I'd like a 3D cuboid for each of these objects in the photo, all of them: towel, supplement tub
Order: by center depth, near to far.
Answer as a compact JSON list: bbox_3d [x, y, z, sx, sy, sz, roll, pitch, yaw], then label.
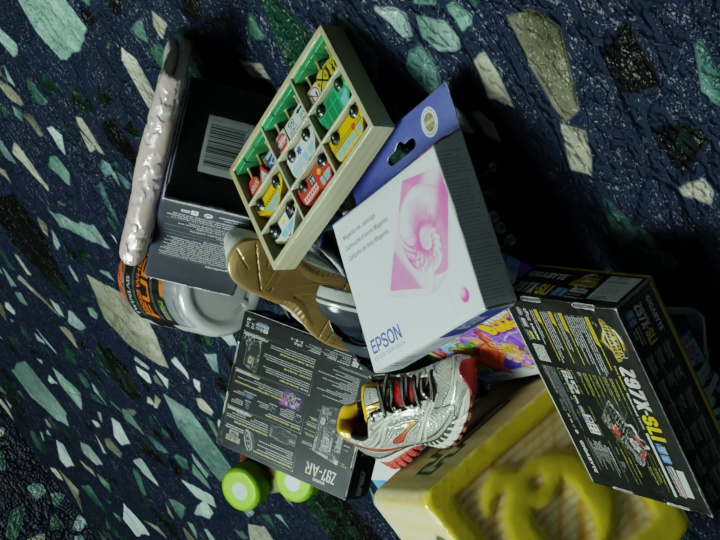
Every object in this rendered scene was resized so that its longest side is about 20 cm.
[{"bbox_3d":[-0.212,-0.129,1.672,0.191,0.032,0.202,-98,21,-69],"label":"towel"},{"bbox_3d":[-0.216,0.012,1.989,0.199,0.122,0.123,6,130,56],"label":"supplement tub"}]

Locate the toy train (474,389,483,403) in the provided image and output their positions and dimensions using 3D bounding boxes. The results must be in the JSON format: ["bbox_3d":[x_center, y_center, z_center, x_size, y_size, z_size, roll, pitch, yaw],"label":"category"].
[{"bbox_3d":[0.127,0.154,1.715,0.201,0.034,0.046,58,167,-16],"label":"toy train"}]

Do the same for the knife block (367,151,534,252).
[{"bbox_3d":[0.093,-0.023,1.491,0.175,0.064,0.201,31,149,37],"label":"knife block"}]

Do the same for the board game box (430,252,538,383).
[{"bbox_3d":[0.124,0.047,1.471,0.133,0.045,0.199,26,159,-22],"label":"board game box"}]

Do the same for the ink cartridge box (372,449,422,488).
[{"bbox_3d":[0.025,0.173,1.867,0.201,0.067,0.116,55,154,-9],"label":"ink cartridge box"}]

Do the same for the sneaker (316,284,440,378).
[{"bbox_3d":[0.029,0.074,1.592,0.199,0.080,0.078,22,176,-40],"label":"sneaker"}]

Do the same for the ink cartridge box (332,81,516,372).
[{"bbox_3d":[0.043,-0.033,1.410,0.196,0.043,0.202,-36,69,56],"label":"ink cartridge box"}]

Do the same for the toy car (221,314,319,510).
[{"bbox_3d":[-0.094,0.162,1.946,0.156,0.164,0.202,-13,98,31],"label":"toy car"}]

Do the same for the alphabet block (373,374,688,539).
[{"bbox_3d":[0.157,0.229,1.537,0.196,0.196,0.200,51,165,-4],"label":"alphabet block"}]

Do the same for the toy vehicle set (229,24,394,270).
[{"bbox_3d":[-0.049,-0.113,1.503,0.201,0.026,0.125,-53,51,38],"label":"toy vehicle set"}]

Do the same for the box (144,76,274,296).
[{"bbox_3d":[-0.157,-0.084,1.698,0.103,0.150,0.200,13,153,-8],"label":"box"}]

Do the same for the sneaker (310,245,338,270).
[{"bbox_3d":[0.000,0.000,1.670,0.201,0.073,0.082,51,150,-6],"label":"sneaker"}]

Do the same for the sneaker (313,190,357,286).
[{"bbox_3d":[-0.025,-0.067,1.572,0.077,0.085,0.201,-29,100,27],"label":"sneaker"}]

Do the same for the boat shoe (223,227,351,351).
[{"bbox_3d":[-0.054,0.012,1.623,0.199,0.071,0.069,35,-168,-29],"label":"boat shoe"}]

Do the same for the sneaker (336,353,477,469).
[{"bbox_3d":[0.045,0.133,1.542,0.081,0.079,0.200,23,143,-22],"label":"sneaker"}]

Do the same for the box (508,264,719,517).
[{"bbox_3d":[0.213,0.095,1.313,0.159,0.049,0.202,4,126,60],"label":"box"}]

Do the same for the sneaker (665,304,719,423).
[{"bbox_3d":[0.290,0.106,1.330,0.199,0.070,0.109,35,148,28],"label":"sneaker"}]

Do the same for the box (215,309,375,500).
[{"bbox_3d":[-0.063,0.148,1.809,0.198,0.043,0.162,17,98,35],"label":"box"}]
